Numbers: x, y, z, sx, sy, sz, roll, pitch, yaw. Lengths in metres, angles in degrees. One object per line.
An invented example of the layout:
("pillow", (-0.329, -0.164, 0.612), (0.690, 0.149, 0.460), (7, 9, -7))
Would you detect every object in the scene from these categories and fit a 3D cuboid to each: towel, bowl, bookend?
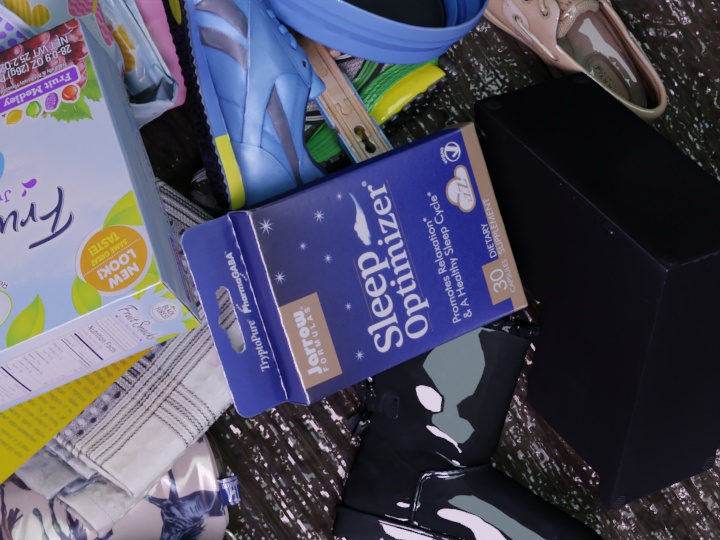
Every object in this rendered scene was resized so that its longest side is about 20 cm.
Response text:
("towel", (-0.155, 0.036, 1.126), (0.192, 0.035, 0.200), (37, 71, 21))
("bowl", (-0.012, -0.205, 1.182), (0.200, 0.039, 0.201), (21, 37, -17))
("bookend", (0.154, 0.011, 1.217), (0.092, 0.199, 0.200), (-17, 133, -28))

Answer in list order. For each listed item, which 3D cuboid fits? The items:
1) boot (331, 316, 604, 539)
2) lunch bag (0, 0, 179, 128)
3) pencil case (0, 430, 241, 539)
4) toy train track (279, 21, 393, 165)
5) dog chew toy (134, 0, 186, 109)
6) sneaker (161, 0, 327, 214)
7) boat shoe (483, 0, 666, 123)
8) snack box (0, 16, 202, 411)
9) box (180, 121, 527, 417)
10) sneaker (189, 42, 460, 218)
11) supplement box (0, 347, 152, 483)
("boot", (0.080, 0.108, 1.197), (0.198, 0.073, 0.163), (12, 87, 1))
("lunch bag", (-0.229, -0.127, 1.081), (0.200, 0.169, 0.127), (41, 35, -38))
("pencil case", (-0.174, 0.154, 1.129), (0.199, 0.078, 0.090), (-18, 75, -18))
("toy train track", (-0.017, -0.120, 1.161), (0.115, 0.033, 0.200), (-29, 82, -23))
("dog chew toy", (-0.155, -0.195, 1.158), (0.124, 0.124, 0.201), (-21, 99, -17))
("sneaker", (-0.069, -0.135, 1.107), (0.078, 0.066, 0.201), (-17, 107, -12))
("boat shoe", (0.136, -0.180, 1.265), (0.071, 0.065, 0.200), (-45, 97, -16))
("snack box", (-0.203, -0.013, 0.971), (0.199, 0.068, 0.169), (-23, 64, 7))
("box", (0.000, 0.000, 1.112), (0.200, 0.032, 0.122), (-23, 101, -26))
("sneaker", (-0.034, -0.101, 1.210), (0.200, 0.078, 0.085), (-38, 85, -23))
("supplement box", (-0.225, 0.043, 1.052), (0.200, 0.110, 0.109), (-42, 64, -6))
